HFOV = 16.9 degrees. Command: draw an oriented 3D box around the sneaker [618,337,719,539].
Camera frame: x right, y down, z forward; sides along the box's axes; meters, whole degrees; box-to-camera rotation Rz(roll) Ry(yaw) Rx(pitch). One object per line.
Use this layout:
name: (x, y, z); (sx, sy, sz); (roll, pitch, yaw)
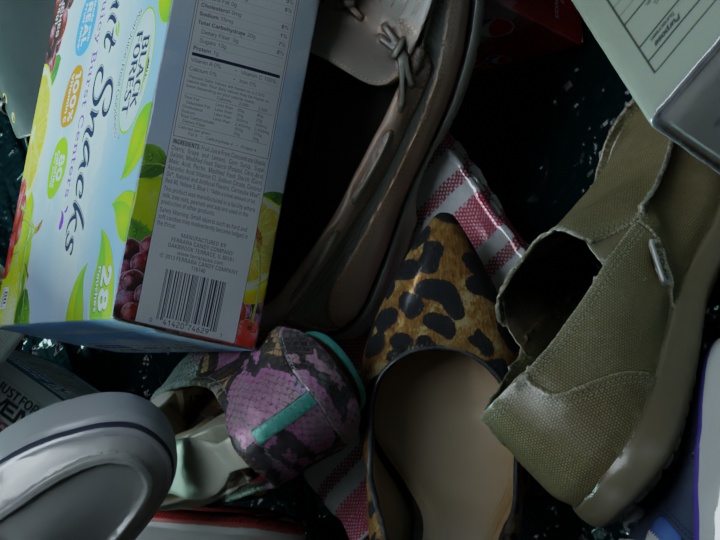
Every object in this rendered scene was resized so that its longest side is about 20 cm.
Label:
sneaker: (0.096, 0.127, 0.881); (0.146, 0.080, 0.202); (-11, 74, 37)

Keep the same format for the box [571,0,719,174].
box: (0.149, -0.121, 0.858); (0.128, 0.109, 0.201); (-49, 31, 18)

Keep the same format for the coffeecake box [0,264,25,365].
coffeecake box: (-0.240, 0.078, 1.065); (0.153, 0.073, 0.200); (-43, 8, 24)

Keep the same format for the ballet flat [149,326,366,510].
ballet flat: (-0.059, 0.068, 0.983); (0.069, 0.071, 0.200); (59, 159, -1)

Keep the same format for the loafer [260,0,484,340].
loafer: (-0.003, -0.068, 0.966); (0.072, 0.063, 0.202); (20, 101, 34)

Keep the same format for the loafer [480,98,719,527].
loafer: (0.093, -0.001, 0.891); (0.076, 0.067, 0.201); (-48, 19, 43)

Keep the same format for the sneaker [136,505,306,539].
sneaker: (-0.124, 0.157, 1.048); (0.198, 0.078, 0.117); (2, 88, 18)

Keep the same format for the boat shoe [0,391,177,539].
boat shoe: (-0.149, 0.125, 0.916); (0.199, 0.072, 0.066); (-33, 32, 6)

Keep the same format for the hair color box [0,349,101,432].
hair color box: (-0.176, 0.146, 1.153); (0.100, 0.060, 0.201); (28, 96, 45)

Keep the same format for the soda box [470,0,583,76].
soda box: (0.052, -0.191, 1.040); (0.063, 0.070, 0.202); (-13, 68, 40)

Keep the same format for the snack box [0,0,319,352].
snack box: (-0.081, -0.070, 0.990); (0.168, 0.067, 0.202); (-3, 76, 66)

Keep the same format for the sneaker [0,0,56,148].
sneaker: (-0.179, -0.111, 1.232); (0.199, 0.075, 0.107); (3, 76, 43)

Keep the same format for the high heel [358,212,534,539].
high heel: (0.032, 0.072, 0.889); (0.071, 0.143, 0.202); (1, 84, 1)

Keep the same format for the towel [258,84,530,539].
towel: (0.000, 0.000, 1.021); (0.146, 0.030, 0.201); (-45, 66, 26)
